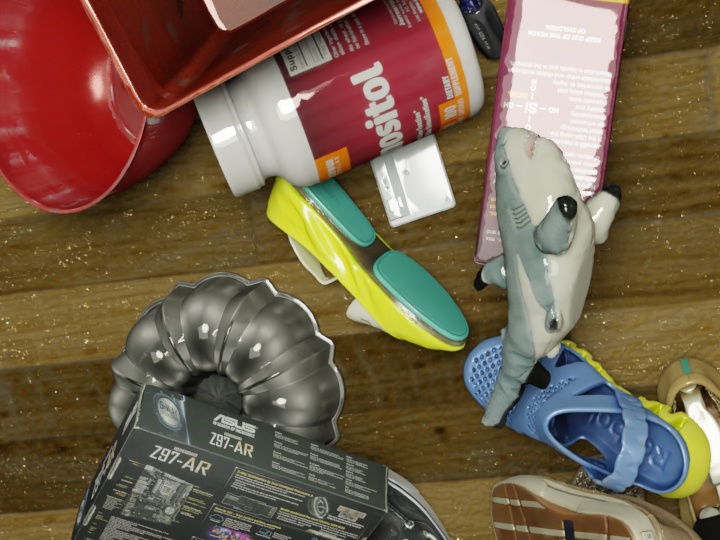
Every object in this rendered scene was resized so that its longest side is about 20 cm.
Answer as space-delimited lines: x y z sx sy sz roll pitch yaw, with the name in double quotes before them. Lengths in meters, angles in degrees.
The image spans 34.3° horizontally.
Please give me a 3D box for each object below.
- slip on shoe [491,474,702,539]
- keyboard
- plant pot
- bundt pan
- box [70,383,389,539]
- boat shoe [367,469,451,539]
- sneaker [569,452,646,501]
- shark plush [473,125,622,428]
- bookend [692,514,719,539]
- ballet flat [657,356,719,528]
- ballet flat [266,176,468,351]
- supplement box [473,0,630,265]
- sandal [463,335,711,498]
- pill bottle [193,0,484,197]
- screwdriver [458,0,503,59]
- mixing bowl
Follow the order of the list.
"slip on shoe" 0.162 0.187 0.836 0.060 0.199 0.077 -3 85 -24
"keyboard" 0.020 -0.139 0.926 0.056 0.011 0.203 -17 91 6
"plant pot" -0.087 -0.242 0.783 0.198 0.176 0.202 -26 99 10
"bundt pan" -0.116 0.104 0.936 0.199 0.076 0.205 1 94 11
"box" -0.100 0.180 0.876 0.198 0.044 0.161 21 128 -15
"boat shoe" 0.040 0.234 0.919 0.072 0.068 0.201 -41 86 11
"sneaker" 0.189 0.245 0.899 0.069 0.076 0.203 1 73 21
"shark plush" 0.116 0.007 0.799 0.082 0.091 0.203 19 121 30
"bookend" 0.229 0.248 0.788 0.198 0.198 0.093 -23 97 30
"ballet flat" 0.267 0.166 0.874 0.068 0.063 0.203 -20 91 12
"ballet flat" 0.000 0.000 0.919 0.200 0.067 0.067 46 122 7
"supplement box" 0.141 -0.102 0.854 0.084 0.110 0.203 8 96 11
"sandal" 0.156 0.103 0.857 0.198 0.087 0.081 23 104 35
"pill bottle" -0.018 -0.131 0.859 0.198 0.113 0.114 -23 90 -2
"screwdriver" 0.063 -0.215 0.829 0.029 0.200 0.028 21 75 38
"mixing bowl" -0.194 -0.148 0.899 0.198 0.108 0.203 5 98 36
